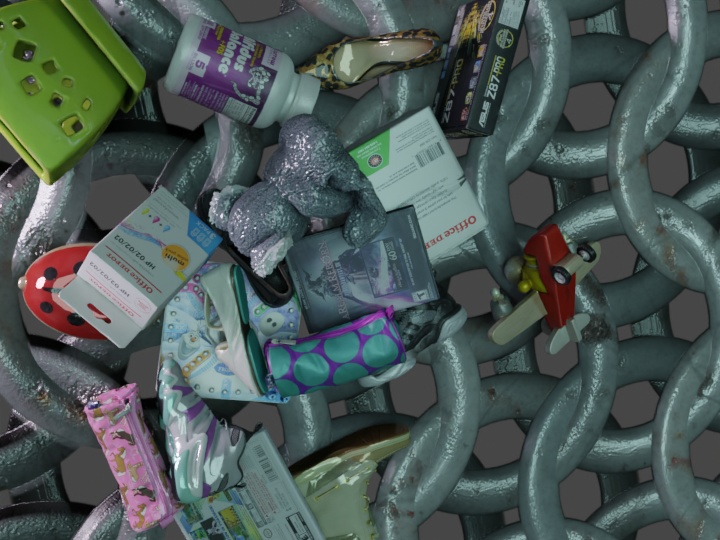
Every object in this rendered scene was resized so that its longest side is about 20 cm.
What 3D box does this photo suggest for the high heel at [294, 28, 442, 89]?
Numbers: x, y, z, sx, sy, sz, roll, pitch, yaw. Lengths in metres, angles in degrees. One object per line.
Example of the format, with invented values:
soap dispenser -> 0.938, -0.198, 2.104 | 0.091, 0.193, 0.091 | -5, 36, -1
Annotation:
high heel -> 0.012, -0.302, 1.293 | 0.199, 0.143, 0.072 | -14, 99, -13

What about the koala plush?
koala plush -> -0.099, -0.094, 1.232 | 0.200, 0.177, 0.184 | -38, 148, -5

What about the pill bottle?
pill bottle -> -0.161, -0.264, 1.268 | 0.200, 0.112, 0.113 | 20, 90, -16

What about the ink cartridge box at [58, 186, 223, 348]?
ink cartridge box -> -0.289, -0.006, 1.220 | 0.115, 0.068, 0.200 | 40, 47, -5

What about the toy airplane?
toy airplane -> 0.284, 0.027, 1.415 | 0.200, 0.141, 0.200 | 11, 106, -51

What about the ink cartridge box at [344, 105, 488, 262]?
ink cartridge box -> 0.076, -0.120, 1.358 | 0.146, 0.084, 0.200 | -30, 102, -9

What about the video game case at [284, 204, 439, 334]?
video game case -> 0.000, 0.000, 1.323 | 0.199, 0.019, 0.143 | -16, 104, 6

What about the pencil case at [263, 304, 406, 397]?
pencil case -> -0.038, 0.116, 1.302 | 0.199, 0.085, 0.093 | -16, 119, 1

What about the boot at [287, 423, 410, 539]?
boot -> 0.004, 0.331, 1.389 | 0.200, 0.072, 0.155 | -23, 100, -4

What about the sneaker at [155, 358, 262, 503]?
sneaker -> -0.207, 0.215, 1.285 | 0.140, 0.078, 0.201 | -7, 77, -22

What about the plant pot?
plant pot -> -0.392, -0.244, 1.170 | 0.181, 0.200, 0.199 | -42, 104, -15

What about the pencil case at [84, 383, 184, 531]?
pencil case -> -0.314, 0.262, 1.281 | 0.083, 0.087, 0.200 | -20, 94, 4

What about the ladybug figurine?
ladybug figurine -> -0.367, 0.031, 1.262 | 0.199, 0.072, 0.136 | 4, 94, -15

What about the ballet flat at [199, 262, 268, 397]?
ballet flat -> -0.181, 0.087, 1.298 | 0.069, 0.069, 0.201 | -16, 104, -13

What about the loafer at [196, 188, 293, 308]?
loafer -> -0.157, -0.038, 1.299 | 0.072, 0.063, 0.200 | -36, 91, -17

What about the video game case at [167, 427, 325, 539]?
video game case -> -0.175, 0.353, 1.347 | 0.182, 0.022, 0.200 | -26, 102, 5

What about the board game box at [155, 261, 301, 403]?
board game box -> -0.187, 0.092, 1.340 | 0.199, 0.026, 0.201 | 6, 94, -15

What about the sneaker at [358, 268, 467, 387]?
sneaker -> 0.057, 0.082, 1.381 | 0.200, 0.075, 0.114 | -35, 102, -14

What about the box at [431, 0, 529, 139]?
box -> 0.167, -0.292, 1.326 | 0.049, 0.161, 0.201 | 14, 93, -16
